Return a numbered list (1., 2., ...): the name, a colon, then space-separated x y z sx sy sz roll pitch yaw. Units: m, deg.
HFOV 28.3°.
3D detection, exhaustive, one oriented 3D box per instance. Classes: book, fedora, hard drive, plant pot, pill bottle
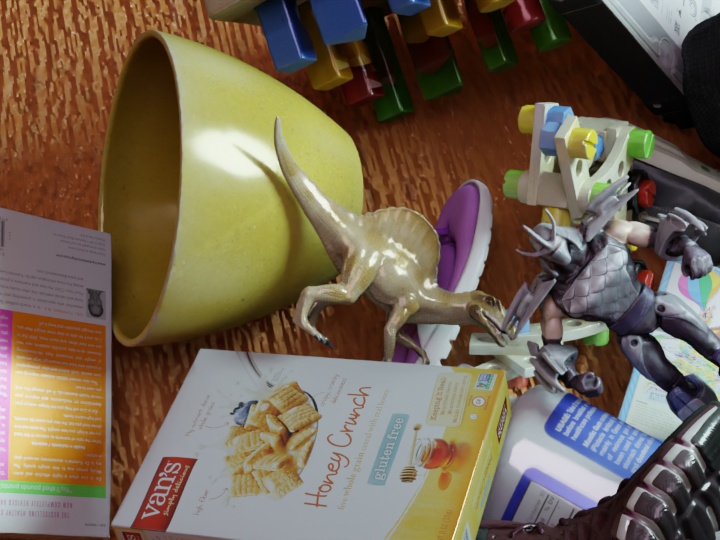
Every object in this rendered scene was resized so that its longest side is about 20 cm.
1. book: -0.220 0.064 0.895 0.048 0.133 0.203 -12 71 40
2. fedora: 0.272 -0.125 0.951 0.091 0.200 0.203 -6 61 33
3. hard drive: 0.190 -0.204 0.979 0.038 0.200 0.141 -8 60 37
4. plant pot: -0.081 -0.048 0.941 0.140 0.200 0.202 4 63 -24
5. pill bottle: 0.130 0.139 0.868 0.199 0.112 0.113 28 70 16

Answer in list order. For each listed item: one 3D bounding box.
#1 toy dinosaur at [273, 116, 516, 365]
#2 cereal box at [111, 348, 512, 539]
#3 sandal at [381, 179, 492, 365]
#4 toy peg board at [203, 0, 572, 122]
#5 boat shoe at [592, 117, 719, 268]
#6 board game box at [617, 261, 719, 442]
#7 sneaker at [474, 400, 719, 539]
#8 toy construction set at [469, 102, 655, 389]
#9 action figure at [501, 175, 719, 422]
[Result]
1. toy dinosaur: 0.000 0.000 0.879 0.199 0.058 0.102 37 86 -12
2. cereal box: -0.025 0.110 0.811 0.197 0.040 0.145 2 42 19
3. sandal: 0.035 0.022 0.939 0.049 0.082 0.205 29 68 -19
4. toy peg board: 0.037 -0.173 0.949 0.198 0.199 0.099 -22 86 27
5. boat shoe: 0.240 -0.033 0.975 0.198 0.072 0.068 27 107 8
6. board game box: 0.276 0.083 0.926 0.198 0.034 0.136 19 69 12
7. sneaker: 0.120 0.138 0.778 0.115 0.076 0.200 18 58 41
8. toy construction set: 0.136 -0.015 0.915 0.091 0.202 0.131 23 29 24
9. action figure: 0.170 0.032 0.839 0.199 0.070 0.130 38 110 -14
